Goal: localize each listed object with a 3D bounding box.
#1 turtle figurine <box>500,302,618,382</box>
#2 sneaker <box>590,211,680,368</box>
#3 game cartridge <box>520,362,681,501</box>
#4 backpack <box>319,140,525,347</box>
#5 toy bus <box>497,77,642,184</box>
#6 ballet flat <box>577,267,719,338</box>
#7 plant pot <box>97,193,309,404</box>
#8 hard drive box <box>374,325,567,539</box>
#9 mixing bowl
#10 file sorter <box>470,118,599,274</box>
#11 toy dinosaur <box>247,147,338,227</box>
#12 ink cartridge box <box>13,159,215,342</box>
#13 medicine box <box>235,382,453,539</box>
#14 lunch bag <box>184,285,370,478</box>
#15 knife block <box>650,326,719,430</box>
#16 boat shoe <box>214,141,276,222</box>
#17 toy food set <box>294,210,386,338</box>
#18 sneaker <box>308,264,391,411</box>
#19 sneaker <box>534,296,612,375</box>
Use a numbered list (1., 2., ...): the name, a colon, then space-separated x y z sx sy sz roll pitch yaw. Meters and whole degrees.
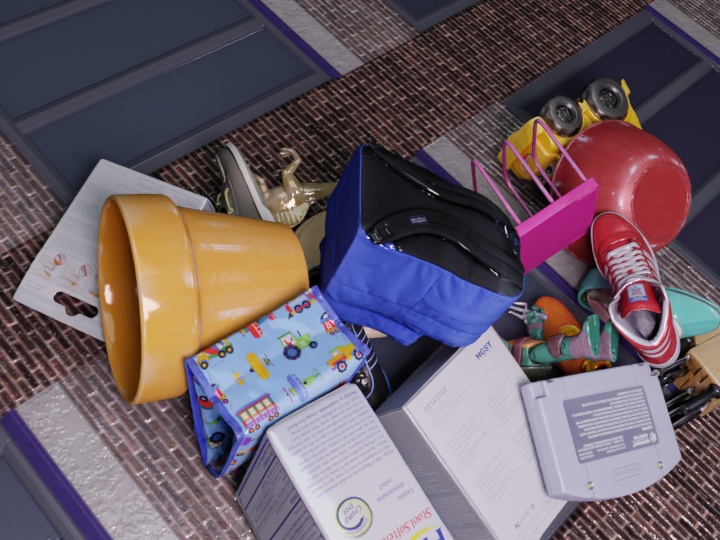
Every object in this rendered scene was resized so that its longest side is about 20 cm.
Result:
1. turtle figurine: 0.194 0.086 1.006 0.149 0.197 0.103 -16 99 -55
2. sneaker: 0.316 0.009 0.997 0.070 0.112 0.203 -25 66 19
3. game cartridge: 0.264 0.177 0.925 0.197 0.041 0.136 -3 77 -34
4. backpack: 0.060 -0.013 0.885 0.197 0.169 0.165 18 47 -17
5. toy bus: 0.326 -0.153 1.229 0.197 0.136 0.195 -23 79 -26
6. ballet flat: 0.355 0.053 1.076 0.070 0.068 0.199 -44 36 -17
7. plant pot: -0.157 0.020 0.867 0.180 0.201 0.203 -6 56 -27
8. hard drive box: 0.130 0.185 0.907 0.155 0.077 0.202 -37 94 -34
9. mixing bowl: 0.362 -0.098 1.128 0.196 0.108 0.205 -4 100 -23
10. file sorter: 0.172 -0.069 1.052 0.198 0.139 0.126 -33 68 -1
11. toy dinosaur: -0.091 -0.102 1.107 0.196 0.058 0.103 -17 62 -2
12. ink cartridge box: -0.283 -0.018 0.993 0.158 0.047 0.203 20 70 16
13. medicine box: -0.016 0.242 0.791 0.102 0.183 0.202 -24 70 -29
14. lunch bag: -0.086 0.134 0.848 0.149 0.201 0.094 -30 64 -27
15. knife block: 0.452 0.143 1.078 0.196 0.064 0.178 19 53 -2
16. boat shoe: -0.141 -0.074 1.022 0.060 0.072 0.203 -29 56 -1
17. toy food set: 0.000 0.000 1.066 0.197 0.049 0.200 -14 60 -22
18. sneaker: -0.020 0.091 0.944 0.069 0.078 0.203 -23 78 10
19. sneaker: 0.276 0.110 1.046 0.072 0.078 0.202 -13 58 -21
